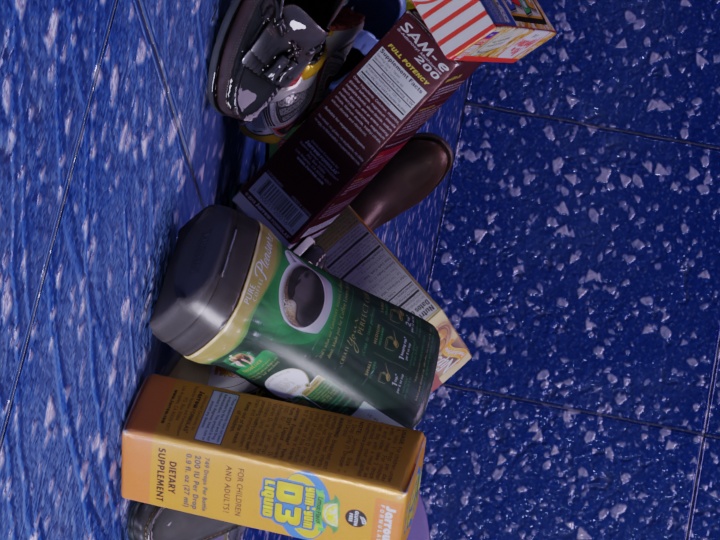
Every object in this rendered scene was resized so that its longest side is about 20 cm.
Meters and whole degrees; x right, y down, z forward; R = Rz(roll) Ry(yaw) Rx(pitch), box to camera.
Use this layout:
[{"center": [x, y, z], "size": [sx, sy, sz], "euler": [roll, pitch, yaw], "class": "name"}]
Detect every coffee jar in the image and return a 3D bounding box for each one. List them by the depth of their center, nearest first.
[{"center": [-0.047, 0.042, 1.589], "size": [0.085, 0.199, 0.105], "euler": [-35, -150, 46], "class": "coffee jar"}]

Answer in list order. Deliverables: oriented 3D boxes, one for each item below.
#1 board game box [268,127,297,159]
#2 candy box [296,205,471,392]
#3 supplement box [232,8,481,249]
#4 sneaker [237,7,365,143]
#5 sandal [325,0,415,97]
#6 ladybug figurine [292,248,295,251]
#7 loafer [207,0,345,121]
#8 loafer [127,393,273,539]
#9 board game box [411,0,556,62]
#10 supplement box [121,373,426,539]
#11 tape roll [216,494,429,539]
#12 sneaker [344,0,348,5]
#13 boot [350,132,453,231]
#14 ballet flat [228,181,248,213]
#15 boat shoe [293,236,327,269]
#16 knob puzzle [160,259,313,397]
[{"center": [-0.051, -0.142, 1.974], "size": [0.135, 0.029, 0.201], "euler": [-73, 171, -45], "class": "board game box"}, {"center": [0.000, 0.000, 1.871], "size": [0.055, 0.200, 0.115], "euler": [-41, 154, -2], "class": "candy box"}, {"center": [0.001, -0.109, 1.748], "size": [0.200, 0.061, 0.109], "euler": [-46, 176, 16], "class": "supplement box"}, {"center": [-0.054, -0.160, 1.772], "size": [0.200, 0.077, 0.083], "euler": [-52, 160, -61], "class": "sneaker"}, {"center": [-0.006, -0.177, 1.937], "size": [0.087, 0.079, 0.201], "euler": [-36, 152, -34], "class": "sandal"}, {"center": [-0.035, 0.059, 1.889], "size": [0.072, 0.200, 0.136], "euler": [-41, 148, -1], "class": "ladybug figurine"}, {"center": [-0.040, -0.192, 1.607], "size": [0.072, 0.063, 0.201], "euler": [22, 96, -56], "class": "loafer"}, {"center": [-0.076, 0.142, 1.638], "size": [0.200, 0.072, 0.073], "euler": [-37, 125, -25], "class": "loafer"}, {"center": [0.071, -0.231, 1.724], "size": [0.152, 0.046, 0.200], "euler": [60, 17, 6], "class": "board game box"}, {"center": [-0.059, 0.132, 1.558], "size": [0.069, 0.198, 0.067], "euler": [-72, 170, -52], "class": "supplement box"}, {"center": [-0.041, 0.230, 1.890], "size": [0.085, 0.198, 0.202], "euler": [83, 18, -72], "class": "tape roll"}, {"center": [-0.035, -0.250, 1.722], "size": [0.199, 0.079, 0.131], "euler": [-44, 145, -79], "class": "sneaker"}, {"center": [-0.003, -0.026, 2.092], "size": [0.186, 0.064, 0.200], "euler": [-36, -164, 28], "class": "boot"}, {"center": [-0.081, 0.029, 1.821], "size": [0.069, 0.069, 0.202], "euler": [-60, 159, -72], "class": "ballet flat"}, {"center": [-0.070, 0.072, 1.749], "size": [0.201, 0.060, 0.074], "euler": [-60, 172, -6], "class": "boat shoe"}, {"center": [-0.072, 0.086, 1.692], "size": [0.218, 0.030, 0.222], "euler": [-14, 114, -35], "class": "knob puzzle"}]
